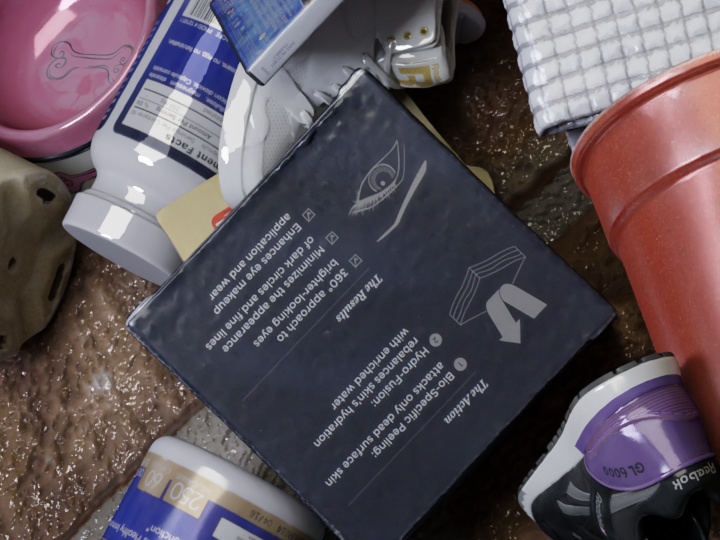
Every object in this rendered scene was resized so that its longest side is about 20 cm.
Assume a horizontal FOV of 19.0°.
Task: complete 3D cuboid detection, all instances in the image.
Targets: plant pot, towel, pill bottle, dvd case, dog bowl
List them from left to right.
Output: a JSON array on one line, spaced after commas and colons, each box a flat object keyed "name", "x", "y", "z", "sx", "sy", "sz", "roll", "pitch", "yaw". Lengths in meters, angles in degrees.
[{"name": "plant pot", "x": -0.301, "y": -0.028, "z": 1.455, "sx": 0.183, "sy": 0.201, "sz": 0.201, "roll": 17, "pitch": 75, "yaw": 23}, {"name": "dog bowl", "x": -0.197, "y": -0.150, "z": 1.512, "sx": 0.199, "sy": 0.074, "sz": 0.201, "roll": -13, "pitch": 60, "yaw": 24}, {"name": "pill bottle", "x": -0.114, "y": 0.209, "z": 1.250, "sx": 0.115, "sy": 0.116, "sz": 0.201, "roll": 20, "pitch": 78, "yaw": 35}, {"name": "pill bottle", "x": -0.107, "y": -0.094, "z": 1.405, "sx": 0.115, "sy": 0.116, "sz": 0.201, "roll": 22, "pitch": 79, "yaw": 36}, {"name": "dvd case", "x": -0.008, "y": -0.206, "z": 1.276, "sx": 0.200, "sy": 0.018, "sz": 0.143, "roll": -46, "pitch": 25, "yaw": 8}, {"name": "towel", "x": 0.177, "y": -0.165, "z": 1.177, "sx": 0.199, "sy": 0.086, "sz": 0.167, "roll": -18, "pitch": 81, "yaw": 16}, {"name": "plant pot", "x": 0.230, "y": 0.008, "z": 1.128, "sx": 0.200, "sy": 0.201, "sz": 0.196, "roll": -21, "pitch": 66, "yaw": 20}]

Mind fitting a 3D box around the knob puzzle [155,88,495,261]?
[{"name": "knob puzzle", "x": 0.000, "y": 0.000, "z": 1.329, "sx": 0.218, "sy": 0.030, "sz": 0.221, "roll": -1, "pitch": 70, "yaw": 3}]

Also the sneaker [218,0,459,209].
[{"name": "sneaker", "x": -0.005, "y": -0.119, "z": 1.310, "sx": 0.115, "sy": 0.074, "sz": 0.201, "roll": 13, "pitch": 68, "yaw": 22}]

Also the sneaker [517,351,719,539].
[{"name": "sneaker", "x": 0.138, "y": 0.124, "z": 1.119, "sx": 0.075, "sy": 0.200, "sz": 0.088, "roll": -22, "pitch": 68, "yaw": -13}]

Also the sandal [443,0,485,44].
[{"name": "sandal", "x": -0.002, "y": -0.198, "z": 1.427, "sx": 0.206, "sy": 0.079, "sz": 0.059, "roll": 15, "pitch": 73, "yaw": 26}]

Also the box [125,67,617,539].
[{"name": "box", "x": 0.009, "y": 0.028, "z": 1.227, "sx": 0.200, "sy": 0.117, "sz": 0.197, "roll": 44, "pitch": 92, "yaw": 4}]
